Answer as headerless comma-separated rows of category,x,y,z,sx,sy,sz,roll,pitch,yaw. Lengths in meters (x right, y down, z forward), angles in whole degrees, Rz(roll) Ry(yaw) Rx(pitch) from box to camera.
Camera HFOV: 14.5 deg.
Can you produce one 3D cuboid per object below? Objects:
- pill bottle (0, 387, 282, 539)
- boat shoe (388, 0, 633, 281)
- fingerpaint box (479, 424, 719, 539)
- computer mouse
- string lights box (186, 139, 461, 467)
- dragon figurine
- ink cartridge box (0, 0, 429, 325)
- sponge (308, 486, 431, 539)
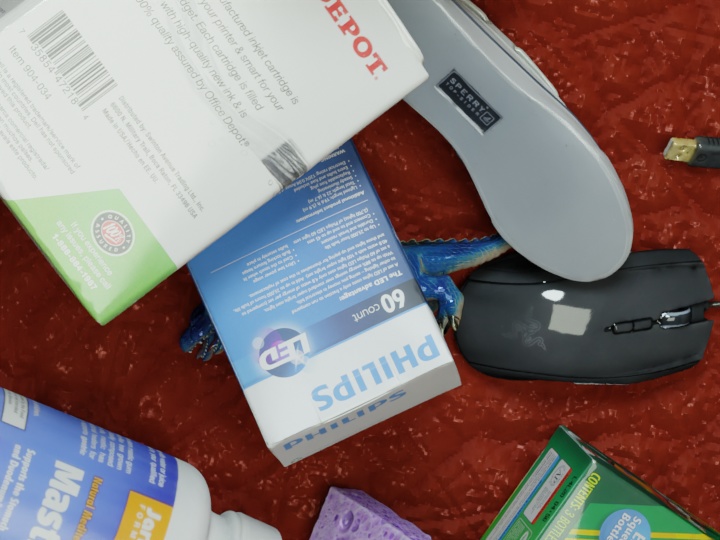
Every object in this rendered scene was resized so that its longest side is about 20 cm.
pill bottle,-0.146,0.136,1.462,0.200,0.112,0.112,23,97,-15
boat shoe,0.075,-0.084,1.480,0.073,0.065,0.200,-31,106,22
fingerpaint box,0.124,0.217,1.554,0.167,0.073,0.200,35,94,-17
computer mouse,0.153,-0.002,1.525,0.199,0.046,0.141,2,103,-12
string lights box,-0.037,-0.015,1.425,0.103,0.059,0.200,-24,75,0
dragon figurine,0.000,0.000,1.488,0.200,0.059,0.100,-39,107,0
ink cartridge box,-0.092,-0.095,1.347,0.200,0.084,0.146,-37,107,-5
sponge,0.036,0.206,1.478,0.030,0.200,0.112,14,102,-48
